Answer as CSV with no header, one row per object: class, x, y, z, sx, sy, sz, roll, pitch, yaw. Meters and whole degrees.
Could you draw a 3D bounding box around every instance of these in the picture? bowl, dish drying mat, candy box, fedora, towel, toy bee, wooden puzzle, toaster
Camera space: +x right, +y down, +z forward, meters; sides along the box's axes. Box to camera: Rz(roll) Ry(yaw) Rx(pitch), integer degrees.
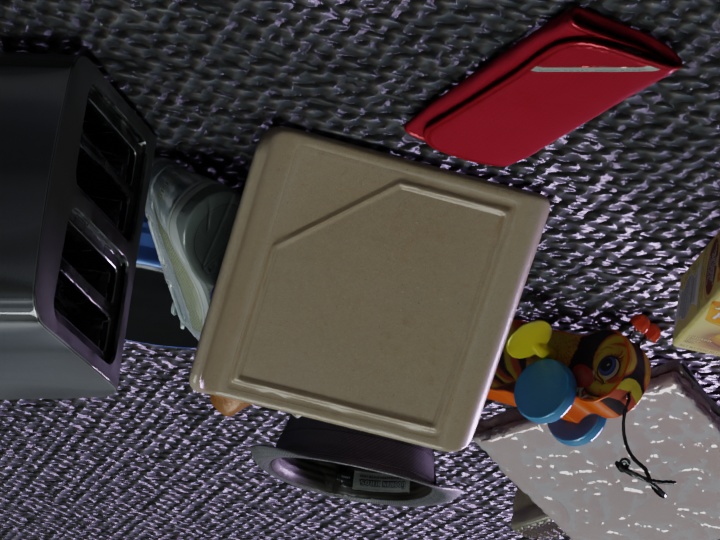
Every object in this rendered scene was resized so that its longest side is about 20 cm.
bowl,-0.160,0.009,1.707,0.200,0.040,0.201,9,160,3
dish drying mat,0.101,-0.099,1.327,0.077,0.018,0.200,17,159,-21
candy box,0.282,0.007,1.474,0.115,0.056,0.200,11,160,-5
fedora,0.001,0.132,1.888,0.176,0.091,0.200,11,166,0
towel,0.217,0.155,1.821,0.191,0.032,0.200,-20,130,31
toy bee,0.168,0.076,1.680,0.200,0.109,0.131,30,175,20
wooden puzzle,0.005,0.012,1.490,0.199,0.186,0.037,13,-162,-14
toaster,-0.213,-0.032,1.423,0.118,0.182,0.200,0,159,16

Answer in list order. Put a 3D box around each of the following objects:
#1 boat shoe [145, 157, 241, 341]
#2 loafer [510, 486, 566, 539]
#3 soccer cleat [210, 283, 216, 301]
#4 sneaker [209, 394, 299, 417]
boat shoe,-0.103,-0.003,1.581,0.065,0.074,0.202,38,163,29
loafer,0.210,0.167,1.926,0.199,0.069,0.076,-20,156,25
soccer cleat,0.000,0.000,1.533,0.199,0.067,0.077,-1,128,-9
sneaker,-0.023,0.051,1.605,0.199,0.073,0.085,-12,128,-29
